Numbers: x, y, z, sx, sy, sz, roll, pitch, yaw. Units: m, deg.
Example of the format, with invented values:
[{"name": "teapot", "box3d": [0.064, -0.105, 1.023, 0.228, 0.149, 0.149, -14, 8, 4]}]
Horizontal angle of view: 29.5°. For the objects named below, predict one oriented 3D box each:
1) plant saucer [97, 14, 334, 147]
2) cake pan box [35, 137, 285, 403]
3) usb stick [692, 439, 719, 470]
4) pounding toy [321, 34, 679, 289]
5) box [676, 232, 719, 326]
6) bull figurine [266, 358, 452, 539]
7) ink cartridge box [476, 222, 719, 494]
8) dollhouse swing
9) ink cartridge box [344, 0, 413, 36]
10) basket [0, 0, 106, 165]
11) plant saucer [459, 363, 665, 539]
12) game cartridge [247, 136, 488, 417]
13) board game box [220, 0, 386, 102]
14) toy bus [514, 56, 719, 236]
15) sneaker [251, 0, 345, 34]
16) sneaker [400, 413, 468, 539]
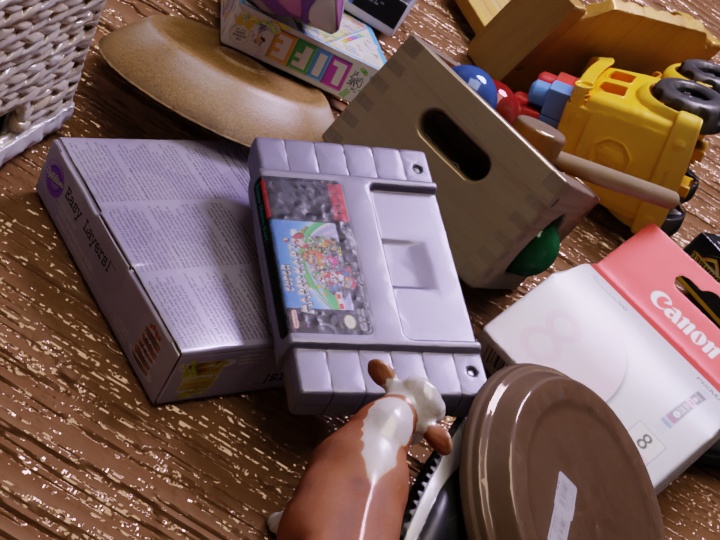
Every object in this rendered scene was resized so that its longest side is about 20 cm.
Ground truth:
[{"name": "plant saucer", "box3d": [-0.096, -0.142, 1.020, 0.199, 0.036, 0.200, 25, 17, -9]}, {"name": "cake pan box", "box3d": [-0.094, -0.011, 0.900, 0.184, 0.052, 0.200, -4, 49, -44]}, {"name": "usb stick", "box3d": [0.282, 0.130, 1.045, 0.199, 0.033, 0.056, 13, 40, -27]}, {"name": "pounding toy", "box3d": [0.112, -0.075, 1.026, 0.200, 0.142, 0.184, 45, 12, 14]}, {"name": "box", "box3d": [0.371, 0.055, 1.172, 0.159, 0.049, 0.200, 6, 41, -55]}, {"name": "bull figurine", "box3d": [-0.011, 0.137, 0.719, 0.065, 0.122, 0.200, 31, 34, -3]}, {"name": "ink cartridge box", "box3d": [0.206, 0.056, 0.992, 0.200, 0.057, 0.163, -36, 70, -21]}, {"name": "dollhouse swing", "box3d": [0.217, -0.264, 1.375, 0.199, 0.182, 0.177, 7, 58, -33]}, {"name": "ink cartridge box", "box3d": [0.010, -0.279, 1.293, 0.099, 0.039, 0.200, 30, 22, -3]}, {"name": "basket", "box3d": [-0.286, -0.172, 0.846, 0.200, 0.161, 0.198, 35, 35, 6]}, {"name": "plant saucer", "box3d": [0.130, 0.150, 0.824, 0.200, 0.029, 0.201, 27, 52, -41]}, {"name": "game cartridge", "box3d": [0.000, 0.000, 0.864, 0.129, 0.038, 0.201, 6, 51, -24]}, {"name": "board game box", "box3d": [-0.048, -0.197, 1.130, 0.134, 0.034, 0.200, 24, 18, -14]}, {"name": "toy bus", "box3d": [0.236, -0.137, 1.274, 0.191, 0.136, 0.200, 23, 30, 14]}, {"name": "sneaker", "box3d": [-0.051, -0.233, 1.057, 0.088, 0.081, 0.200, 8, 15, -1]}, {"name": "sneaker", "box3d": [0.070, 0.152, 0.812, 0.090, 0.070, 0.200, 32, 32, 4]}]
